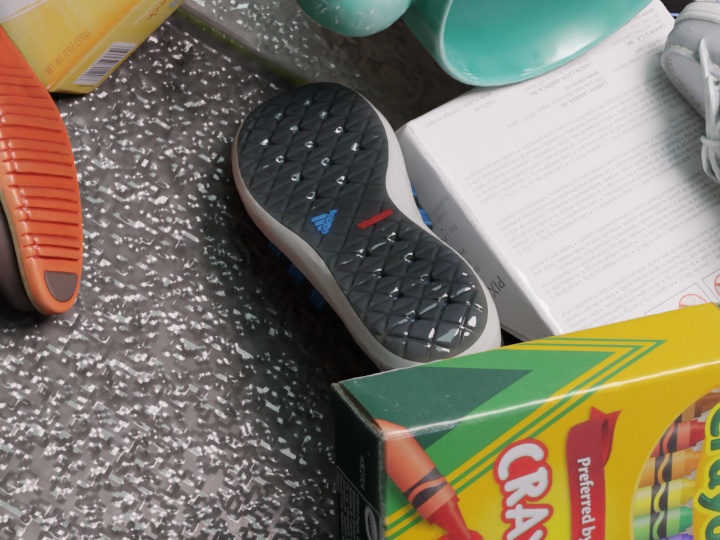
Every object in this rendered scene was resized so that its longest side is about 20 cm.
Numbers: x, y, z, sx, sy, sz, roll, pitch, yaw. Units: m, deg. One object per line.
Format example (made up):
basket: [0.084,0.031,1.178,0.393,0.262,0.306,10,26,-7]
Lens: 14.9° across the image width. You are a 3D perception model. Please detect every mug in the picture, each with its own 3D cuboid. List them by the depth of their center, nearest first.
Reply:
mug: [0.055,-0.171,1.162,0.185,0.152,0.115,4,45,-55]

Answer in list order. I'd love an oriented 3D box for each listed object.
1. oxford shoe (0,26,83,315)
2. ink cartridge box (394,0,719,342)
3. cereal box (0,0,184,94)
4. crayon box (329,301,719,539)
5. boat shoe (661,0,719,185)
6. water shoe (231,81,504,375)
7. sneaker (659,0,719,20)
oxford shoe: [-0.172,-0.067,1.137,0.072,0.071,0.201,-24,78,15]
ink cartridge box: [0.125,-0.008,1.216,0.161,0.050,0.200,-28,78,-32]
cereal box: [-0.132,-0.196,1.174,0.200,0.144,0.039,53,23,15]
crayon box: [0.089,0.088,1.083,0.199,0.128,0.051,-12,29,-21]
boat shoe: [0.190,-0.040,1.173,0.065,0.075,0.202,-36,60,-9]
water shoe: [0.000,0.000,1.151,0.071,0.079,0.200,-21,43,-8]
sneaker: [0.109,-0.177,1.287,0.200,0.078,0.070,35,55,2]
